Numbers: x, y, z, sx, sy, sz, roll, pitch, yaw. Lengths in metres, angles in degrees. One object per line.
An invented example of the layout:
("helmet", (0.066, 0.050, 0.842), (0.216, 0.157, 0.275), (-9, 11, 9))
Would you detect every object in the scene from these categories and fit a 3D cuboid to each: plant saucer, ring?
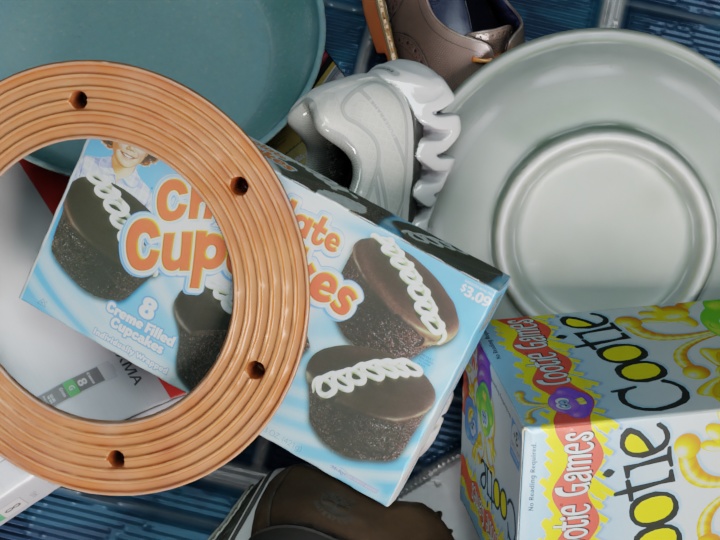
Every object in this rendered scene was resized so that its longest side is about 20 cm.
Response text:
("plant saucer", (0.119, -0.018, 0.908), (0.200, 0.050, 0.200), (0, 100, 2))
("plant saucer", (-0.118, -0.120, 0.937), (0.200, 0.036, 0.200), (4, 60, -7))
("ring", (-0.117, 0.004, 0.833), (0.200, 0.019, 0.201), (3, 102, 14))

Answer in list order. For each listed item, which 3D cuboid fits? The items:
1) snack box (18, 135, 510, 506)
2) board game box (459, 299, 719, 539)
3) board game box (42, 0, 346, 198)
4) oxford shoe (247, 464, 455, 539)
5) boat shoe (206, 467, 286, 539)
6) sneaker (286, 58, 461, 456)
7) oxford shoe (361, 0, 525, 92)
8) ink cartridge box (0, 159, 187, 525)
("snack box", (-0.046, 0.008, 0.843), (0.200, 0.037, 0.116), (28, 107, 8))
("board game box", (0.156, 0.081, 0.860), (0.200, 0.103, 0.105), (-5, 27, -10))
("board game box", (-0.105, -0.066, 0.971), (0.200, 0.035, 0.136), (-32, 75, -11))
("oxford shoe", (0.037, 0.150, 0.863), (0.200, 0.073, 0.084), (36, 39, -22))
("boat shoe", (-0.091, 0.173, 0.872), (0.064, 0.071, 0.200), (24, 66, 17))
("sneaker", (0.000, 0.000, 0.895), (0.081, 0.075, 0.200), (-14, 107, -42))
("oxford shoe", (0.056, -0.089, 0.949), (0.071, 0.073, 0.200), (-17, 83, -27))
("ink cartridge box", (-0.150, 0.010, 0.902), (0.200, 0.050, 0.161), (-34, 76, -3))
